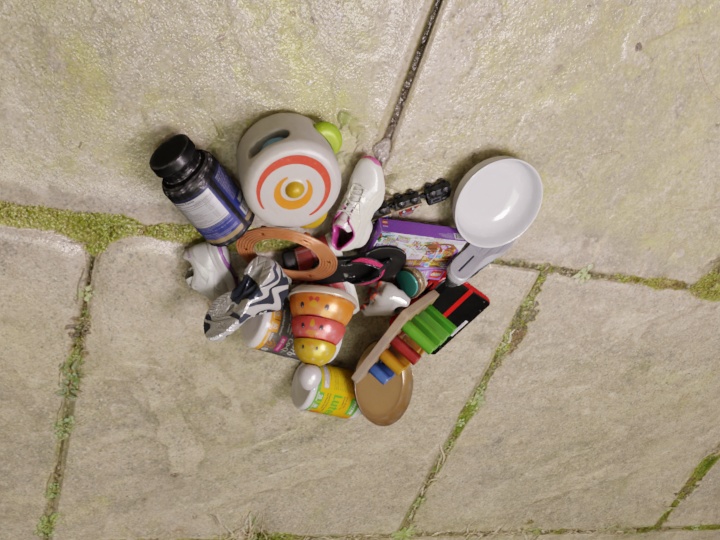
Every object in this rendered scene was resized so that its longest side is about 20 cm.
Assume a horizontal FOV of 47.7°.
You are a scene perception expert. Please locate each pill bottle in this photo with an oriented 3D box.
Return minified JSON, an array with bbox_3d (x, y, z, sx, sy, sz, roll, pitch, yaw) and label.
[{"bbox_3d":[-0.145,0.129,1.736,0.198,0.117,0.117,19,120,-30],"label":"pill bottle"},{"bbox_3d":[-0.051,0.283,1.893,0.198,0.112,0.112,17,121,-29],"label":"pill bottle"},{"bbox_3d":[-0.286,-0.145,1.472,0.111,0.112,0.200,-31,130,7],"label":"pill bottle"}]

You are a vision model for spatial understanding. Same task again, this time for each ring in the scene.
[{"bbox_3d":[-0.140,-0.034,1.564,0.198,0.019,0.201,9,154,5],"label":"ring"}]

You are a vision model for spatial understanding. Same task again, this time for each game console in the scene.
[{"bbox_3d":[0.181,0.099,1.884,0.200,0.031,0.176,-44,131,18],"label":"game console"}]

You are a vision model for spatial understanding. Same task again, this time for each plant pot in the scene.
[{"bbox_3d":[0.049,0.259,1.888,0.027,0.202,0.200,-4,148,44],"label":"plant pot"}]

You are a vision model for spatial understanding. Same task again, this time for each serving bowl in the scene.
[{"bbox_3d":[0.274,-0.149,1.682,0.198,0.066,0.202,-10,123,-15],"label":"serving bowl"}]

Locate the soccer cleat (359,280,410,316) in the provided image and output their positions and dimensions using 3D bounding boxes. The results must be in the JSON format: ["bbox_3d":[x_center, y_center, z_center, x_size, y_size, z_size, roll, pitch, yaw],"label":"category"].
[{"bbox_3d":[0.050,0.070,1.721,0.077,0.200,0.070,27,77,-5],"label":"soccer cleat"}]

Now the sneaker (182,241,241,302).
[{"bbox_3d":[-0.295,0.024,1.641,0.099,0.075,0.202,-13,123,3],"label":"sneaker"}]

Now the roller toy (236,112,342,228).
[{"bbox_3d":[-0.131,-0.176,1.481,0.181,0.140,0.201,6,126,-22],"label":"roller toy"}]

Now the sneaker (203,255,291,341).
[{"bbox_3d":[-0.211,0.070,1.607,0.200,0.079,0.129,-55,146,2],"label":"sneaker"}]

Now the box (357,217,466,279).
[{"bbox_3d":[0.105,-0.043,1.712,0.198,0.039,0.137,6,141,-23],"label":"box"}]

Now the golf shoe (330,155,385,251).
[{"bbox_3d":[-0.007,-0.123,1.585,0.091,0.075,0.202,-33,142,-54],"label":"golf shoe"}]

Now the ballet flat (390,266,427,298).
[{"bbox_3d":[0.104,0.029,1.727,0.065,0.071,0.200,-24,174,-22],"label":"ballet flat"}]

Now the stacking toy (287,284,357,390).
[{"bbox_3d":[-0.086,0.139,1.624,0.144,0.202,0.146,6,162,2],"label":"stacking toy"}]

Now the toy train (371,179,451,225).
[{"bbox_3d":[0.092,-0.135,1.662,0.198,0.034,0.046,-19,141,-3],"label":"toy train"}]

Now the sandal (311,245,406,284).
[{"bbox_3d":[0.000,0.000,1.646,0.198,0.045,0.076,-10,120,-8],"label":"sandal"}]

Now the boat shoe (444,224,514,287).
[{"bbox_3d":[0.251,-0.037,1.755,0.199,0.072,0.071,-35,175,-23],"label":"boat shoe"}]

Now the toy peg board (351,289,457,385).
[{"bbox_3d":[0.105,0.166,1.749,0.200,0.098,0.200,-54,167,25],"label":"toy peg board"}]

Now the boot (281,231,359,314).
[{"bbox_3d":[-0.088,0.026,1.707,0.143,0.073,0.201,-22,123,0],"label":"boot"}]
